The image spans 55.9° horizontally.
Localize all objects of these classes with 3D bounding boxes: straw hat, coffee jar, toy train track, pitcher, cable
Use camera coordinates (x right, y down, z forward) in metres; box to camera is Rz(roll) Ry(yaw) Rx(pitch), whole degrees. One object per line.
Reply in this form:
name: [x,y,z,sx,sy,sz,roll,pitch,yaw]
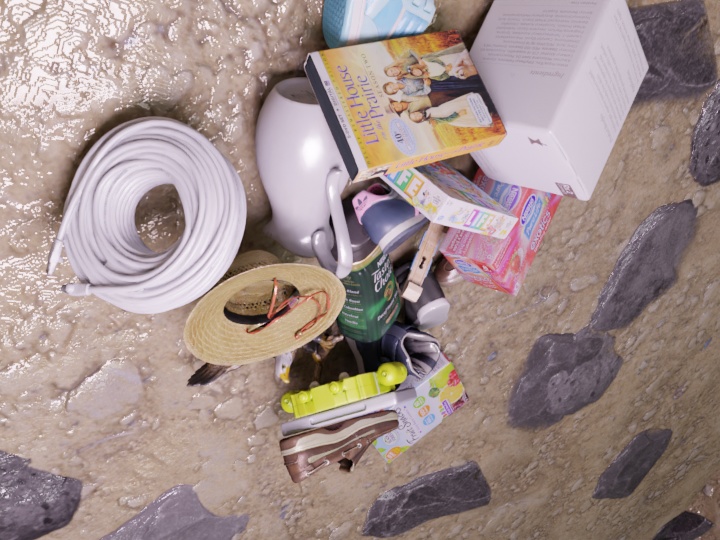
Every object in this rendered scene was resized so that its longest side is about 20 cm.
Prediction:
straw hat: [-0.123,0.024,0.816,0.197,0.086,0.203,-18,146,-12]
coffee jar: [0.000,0.000,0.968,0.105,0.084,0.202,-52,145,-35]
toy train track: [0.109,-0.052,0.987,0.113,0.032,0.203,26,78,-16]
pitcher: [-0.053,-0.106,0.802,0.120,0.171,0.203,-19,133,-33]
cable: [-0.216,-0.056,0.717,0.069,0.196,0.204,31,72,-77]

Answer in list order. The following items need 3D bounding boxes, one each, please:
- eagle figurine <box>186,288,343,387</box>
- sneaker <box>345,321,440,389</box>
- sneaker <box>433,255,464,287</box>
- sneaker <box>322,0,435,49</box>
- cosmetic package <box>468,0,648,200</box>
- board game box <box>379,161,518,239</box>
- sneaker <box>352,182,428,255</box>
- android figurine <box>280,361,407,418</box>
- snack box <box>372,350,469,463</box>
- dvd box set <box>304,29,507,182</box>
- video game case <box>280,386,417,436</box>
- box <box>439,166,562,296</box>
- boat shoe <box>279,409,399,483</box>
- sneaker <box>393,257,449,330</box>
eagle figurine: [-0.128,0.096,0.933,0.196,0.151,0.155,8,96,-20]
sneaker: [0.065,0.151,1.088,0.078,0.144,0.204,-56,142,-27]
sneaker: [0.182,-0.061,1.084,0.199,0.070,0.076,-40,119,-9]
sneaker: [0.038,-0.341,0.755,0.128,0.080,0.202,-5,134,-29]
cosmetic package: [0.236,-0.228,0.864,0.164,0.163,0.203,36,79,-49]
board game box: [0.100,-0.100,0.838,0.199,0.134,0.035,6,123,-56]
sneaker: [0.049,-0.084,0.883,0.070,0.082,0.200,-42,178,20]
android figurine: [-0.025,0.170,0.958,0.179,0.042,0.200,-19,167,17]
snack box: [0.097,0.250,1.256,0.199,0.053,0.143,-36,134,-5]
dvd box set: [0.052,-0.188,0.753,0.197,0.149,0.029,-17,166,-25]
video game case: [-0.011,0.219,1.066,0.179,0.022,0.200,-18,168,10]
box: [0.210,-0.083,0.981,0.103,0.094,0.202,41,72,-46]
boat shoe: [-0.025,0.264,1.011,0.199,0.076,0.075,-9,168,-29]
sneaker: [0.093,0.040,1.087,0.069,0.101,0.200,-20,164,-7]
